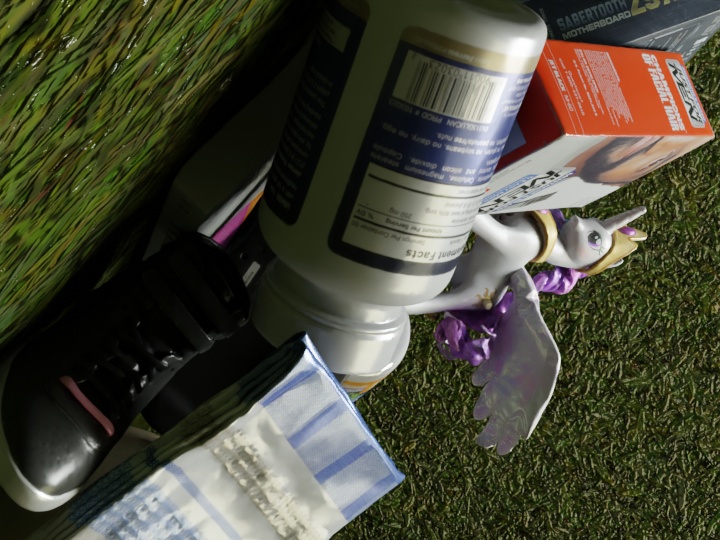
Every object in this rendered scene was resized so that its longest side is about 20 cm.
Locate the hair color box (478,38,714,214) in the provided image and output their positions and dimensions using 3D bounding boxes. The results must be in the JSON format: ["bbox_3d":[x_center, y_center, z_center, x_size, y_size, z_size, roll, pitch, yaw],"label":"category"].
[{"bbox_3d":[0.116,-0.082,0.828,0.110,0.065,0.199,-29,168,36],"label":"hair color box"}]

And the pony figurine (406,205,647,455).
[{"bbox_3d":[0.090,0.007,0.986,0.194,0.198,0.167,-55,-142,27],"label":"pony figurine"}]

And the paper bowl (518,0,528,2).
[{"bbox_3d":[0.090,-0.202,1.042,0.201,0.104,0.201,-50,179,-1],"label":"paper bowl"}]

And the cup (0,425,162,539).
[{"bbox_3d":[-0.147,0.177,0.834,0.143,0.201,0.201,-29,-164,51],"label":"cup"}]

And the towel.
[{"bbox_3d":[-0.077,0.134,0.718,0.199,0.024,0.147,-38,135,-6],"label":"towel"}]

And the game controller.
[{"bbox_3d":[-0.043,0.026,0.811,0.201,0.104,0.042,-55,-172,4],"label":"game controller"}]

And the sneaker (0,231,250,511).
[{"bbox_3d":[-0.117,0.039,0.702,0.099,0.071,0.200,-32,-165,23],"label":"sneaker"}]

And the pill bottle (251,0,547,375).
[{"bbox_3d":[0.011,-0.053,0.717,0.111,0.110,0.202,-51,163,-68],"label":"pill bottle"}]

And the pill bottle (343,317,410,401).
[{"bbox_3d":[-0.058,0.074,1.090,0.200,0.112,0.112,-43,-175,45],"label":"pill bottle"}]

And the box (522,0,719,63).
[{"bbox_3d":[0.144,-0.137,0.928,0.156,0.052,0.200,-21,170,-11],"label":"box"}]

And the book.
[{"bbox_3d":[-0.078,-0.045,0.847,0.134,0.048,0.200,-48,179,-27],"label":"book"}]
